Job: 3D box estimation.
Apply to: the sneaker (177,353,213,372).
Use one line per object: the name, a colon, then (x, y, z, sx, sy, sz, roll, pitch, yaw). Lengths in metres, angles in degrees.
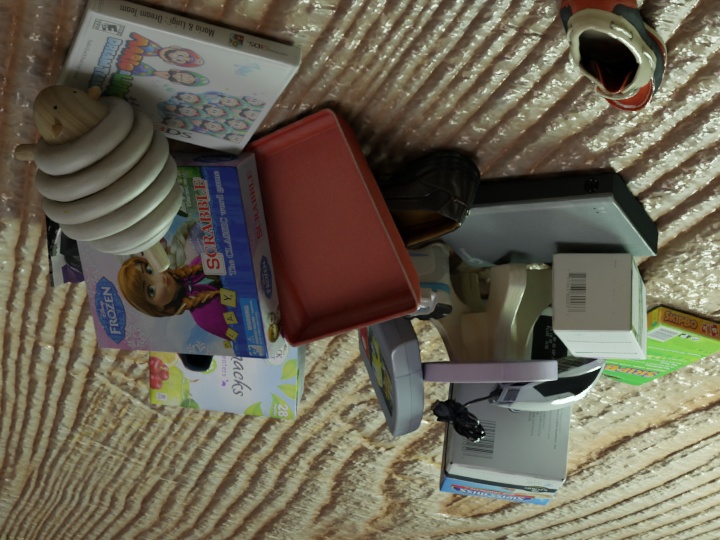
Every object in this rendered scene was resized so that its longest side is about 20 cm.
sneaker: (-0.139, 0.024, 1.720, 0.075, 0.085, 0.200, 5, 135, -24)

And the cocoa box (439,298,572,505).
cocoa box: (0.167, 0.150, 1.922, 0.133, 0.201, 0.131, 8, 159, -1)

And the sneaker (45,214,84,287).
sneaker: (-0.289, -0.042, 1.803, 0.087, 0.076, 0.200, -4, 164, -10)

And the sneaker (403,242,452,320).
sneaker: (0.000, 0.000, 1.718, 0.199, 0.087, 0.075, 3, 160, 14)

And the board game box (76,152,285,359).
board game box: (-0.182, -0.016, 1.655, 0.199, 0.201, 0.041, 2, -157, 26)

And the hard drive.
hard drive: (0.173, -0.047, 1.654, 0.199, 0.033, 0.140, -4, 156, 28)

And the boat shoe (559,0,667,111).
boat shoe: (0.194, -0.167, 1.305, 0.071, 0.063, 0.200, -1, 158, 16)

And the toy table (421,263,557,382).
toy table: (0.132, 0.057, 1.761, 0.183, 0.118, 0.200, 0, 176, -30)

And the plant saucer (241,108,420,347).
plant saucer: (-0.037, -0.040, 1.597, 0.037, 0.201, 0.199, -28, -174, -41)

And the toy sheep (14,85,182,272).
toy sheep: (-0.225, -0.081, 1.508, 0.138, 0.138, 0.200, -9, 129, 36)

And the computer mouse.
computer mouse: (0.178, 0.137, 1.815, 0.199, 0.044, 0.110, -17, -172, -18)

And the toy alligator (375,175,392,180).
toy alligator: (-0.039, -0.047, 1.697, 0.059, 0.054, 0.200, 25, 153, -38)

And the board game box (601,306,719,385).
board game box: (0.331, 0.091, 1.954, 0.095, 0.030, 0.200, 16, 154, -19)

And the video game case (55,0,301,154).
video game case: (-0.165, -0.167, 1.483, 0.181, 0.024, 0.200, 14, 158, -15)

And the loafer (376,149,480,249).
loafer: (0.023, -0.046, 1.604, 0.200, 0.072, 0.073, -27, 128, 36)

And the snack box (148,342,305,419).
snack box: (-0.143, 0.057, 1.846, 0.168, 0.068, 0.201, 7, 123, 4)

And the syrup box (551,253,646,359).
syrup box: (0.245, 0.039, 1.727, 0.081, 0.079, 0.200, 0, 170, 13)

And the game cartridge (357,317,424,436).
game cartridge: (0.032, 0.091, 1.821, 0.041, 0.133, 0.200, -20, 148, -11)
